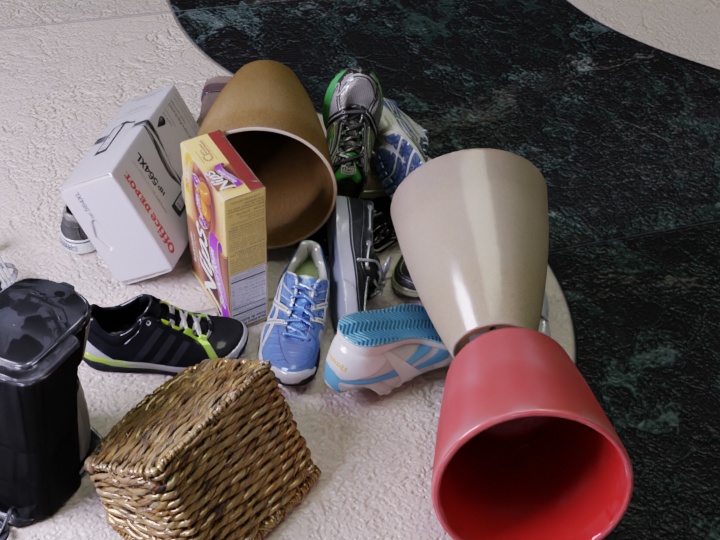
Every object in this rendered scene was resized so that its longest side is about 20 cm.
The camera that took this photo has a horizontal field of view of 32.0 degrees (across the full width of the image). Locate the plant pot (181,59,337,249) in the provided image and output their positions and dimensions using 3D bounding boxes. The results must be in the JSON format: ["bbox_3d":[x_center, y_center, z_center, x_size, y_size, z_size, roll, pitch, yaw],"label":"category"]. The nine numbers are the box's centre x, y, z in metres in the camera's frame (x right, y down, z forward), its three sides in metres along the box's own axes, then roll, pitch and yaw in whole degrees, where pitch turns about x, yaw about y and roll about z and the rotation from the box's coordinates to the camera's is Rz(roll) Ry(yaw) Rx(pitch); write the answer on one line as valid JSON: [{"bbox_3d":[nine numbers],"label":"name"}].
[{"bbox_3d":[-0.120,-0.162,1.551,0.183,0.188,0.202,4,43,-4],"label":"plant pot"}]

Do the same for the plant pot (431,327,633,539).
[{"bbox_3d":[0.163,0.167,1.278,0.197,0.203,0.178,3,31,-5],"label":"plant pot"}]

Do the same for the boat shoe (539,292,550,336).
[{"bbox_3d":[0.187,0.040,1.499,0.072,0.067,0.202,0,42,-8],"label":"boat shoe"}]

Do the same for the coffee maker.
[{"bbox_3d":[-0.327,0.139,1.208,0.132,0.202,0.194,5,41,-1],"label":"coffee maker"}]

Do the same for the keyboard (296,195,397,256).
[{"bbox_3d":[0.017,-0.052,1.613,0.198,0.040,0.103,-27,28,-32],"label":"keyboard"}]

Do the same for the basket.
[{"bbox_3d":[-0.164,0.202,1.269,0.141,0.151,0.200,-4,28,41],"label":"basket"}]

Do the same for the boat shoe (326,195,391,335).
[{"bbox_3d":[-0.001,0.001,1.495,0.067,0.074,0.202,4,53,-13],"label":"boat shoe"}]

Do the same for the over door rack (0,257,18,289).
[{"bbox_3d":[-0.482,0.015,1.412,0.198,0.067,0.148,-1,37,-42],"label":"over door rack"}]

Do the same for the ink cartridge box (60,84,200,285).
[{"bbox_3d":[-0.257,-0.105,1.521,0.083,0.147,0.201,-13,33,27],"label":"ink cartridge box"}]

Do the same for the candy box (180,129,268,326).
[{"bbox_3d":[-0.154,-0.044,1.438,0.056,0.202,0.117,-19,48,-23],"label":"candy box"}]

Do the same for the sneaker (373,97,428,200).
[{"bbox_3d":[0.060,-0.158,1.627,0.084,0.077,0.201,-5,53,-39],"label":"sneaker"}]

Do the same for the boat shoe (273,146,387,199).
[{"bbox_3d":[-0.018,-0.139,1.662,0.196,0.066,0.072,-3,32,-9],"label":"boat shoe"}]

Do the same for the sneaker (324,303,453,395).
[{"bbox_3d":[0.042,0.092,1.417,0.198,0.082,0.077,1,35,-39],"label":"sneaker"}]

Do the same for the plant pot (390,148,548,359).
[{"bbox_3d":[0.133,0.002,1.404,0.184,0.189,0.202,1,53,-8],"label":"plant pot"}]

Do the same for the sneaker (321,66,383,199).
[{"bbox_3d":[-0.009,-0.155,1.571,0.077,0.203,0.085,3,24,-11],"label":"sneaker"}]

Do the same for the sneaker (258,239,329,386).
[{"bbox_3d":[-0.075,0.048,1.443,0.074,0.078,0.202,7,43,-3],"label":"sneaker"}]

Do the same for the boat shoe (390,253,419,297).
[{"bbox_3d":[0.103,-0.043,1.579,0.071,0.067,0.201,28,45,21],"label":"boat shoe"}]

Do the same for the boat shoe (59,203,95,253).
[{"bbox_3d":[-0.303,-0.098,1.580,0.070,0.064,0.200,22,43,16],"label":"boat shoe"}]

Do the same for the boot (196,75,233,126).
[{"bbox_3d":[-0.194,-0.205,1.705,0.197,0.071,0.148,4,47,-25],"label":"boot"}]

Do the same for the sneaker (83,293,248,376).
[{"bbox_3d":[-0.220,0.068,1.393,0.197,0.084,0.072,-4,43,-13],"label":"sneaker"}]
